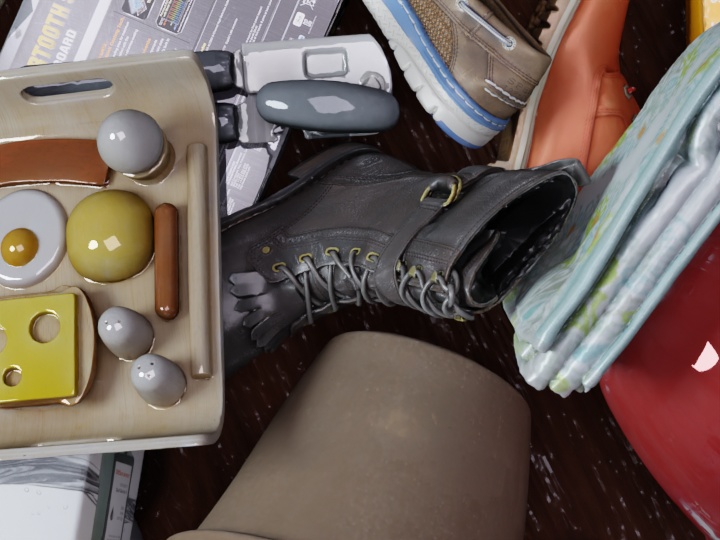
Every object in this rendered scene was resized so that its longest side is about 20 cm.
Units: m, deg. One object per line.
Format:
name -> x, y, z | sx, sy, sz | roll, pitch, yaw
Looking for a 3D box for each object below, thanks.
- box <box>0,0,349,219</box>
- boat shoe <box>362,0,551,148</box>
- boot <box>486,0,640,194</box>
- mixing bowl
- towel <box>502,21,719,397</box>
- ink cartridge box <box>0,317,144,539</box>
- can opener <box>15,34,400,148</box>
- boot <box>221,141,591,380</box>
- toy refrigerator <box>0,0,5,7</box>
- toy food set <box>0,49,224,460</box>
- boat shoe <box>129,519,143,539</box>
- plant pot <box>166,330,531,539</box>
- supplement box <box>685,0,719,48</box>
box -> -0.113, -0.094, 1.411 | 0.158, 0.048, 0.200 | 22, 87, 1
boat shoe -> 0.037, -0.160, 1.381 | 0.072, 0.072, 0.200 | -39, 69, 20
boot -> 0.125, -0.079, 1.403 | 0.107, 0.075, 0.200 | 17, 95, -3
mixing bowl -> 0.189, 0.027, 1.325 | 0.108, 0.200, 0.200 | 35, 88, -1
towel -> 0.139, -0.038, 1.286 | 0.048, 0.171, 0.200 | 35, 98, -5
ink cartridge box -> -0.196, 0.123, 1.349 | 0.146, 0.084, 0.200 | 3, 74, 15
can opener -> -0.080, -0.090, 1.358 | 0.200, 0.066, 0.053 | -4, 89, 4
boot -> 0.000, 0.000, 1.322 | 0.200, 0.174, 0.069 | -45, 121, -21
toy refrigerator -> -0.233, -0.135, 1.401 | 0.070, 0.076, 0.200 | 30, 87, 2
toy food set -> -0.144, -0.005, 1.298 | 0.143, 0.060, 0.200 | -6, 72, 12
boat shoe -> -0.127, 0.224, 1.386 | 0.066, 0.072, 0.200 | -16, 86, 4
plant pot -> 0.009, 0.131, 1.344 | 0.200, 0.200, 0.175 | 21, 71, 1
supplement box -> 0.273, -0.148, 1.400 | 0.200, 0.074, 0.126 | -2, 88, 0
